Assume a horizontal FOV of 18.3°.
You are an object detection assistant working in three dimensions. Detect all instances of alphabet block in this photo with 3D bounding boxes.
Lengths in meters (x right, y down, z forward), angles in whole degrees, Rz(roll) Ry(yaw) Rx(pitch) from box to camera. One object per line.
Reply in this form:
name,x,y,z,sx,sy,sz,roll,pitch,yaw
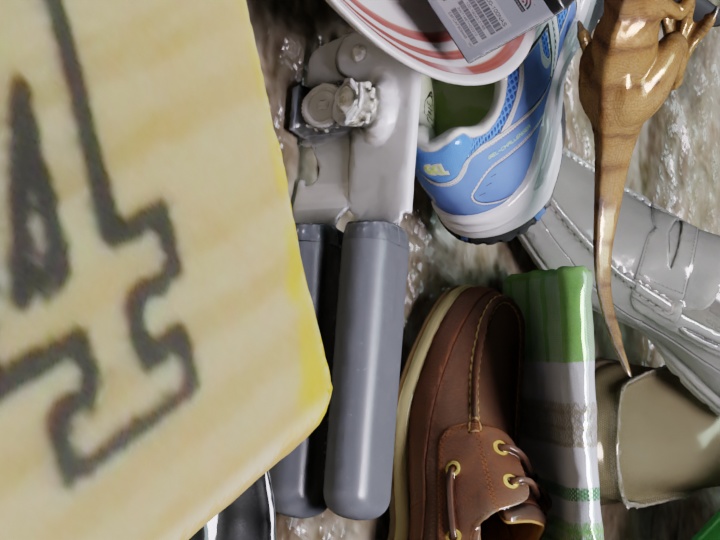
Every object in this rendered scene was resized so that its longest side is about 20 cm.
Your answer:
alphabet block,-0.148,-0.013,0.490,0.200,0.195,0.197,-38,122,-56

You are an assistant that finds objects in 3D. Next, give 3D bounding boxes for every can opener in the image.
can opener,0.000,0.000,0.887,0.066,0.052,0.201,30,62,-57

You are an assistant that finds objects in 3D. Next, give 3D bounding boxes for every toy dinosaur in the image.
toy dinosaur,0.108,-0.072,0.930,0.106,0.060,0.201,-53,151,-62

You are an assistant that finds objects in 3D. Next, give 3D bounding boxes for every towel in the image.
towel,0.092,0.099,0.987,0.149,0.031,0.201,175,-88,-83

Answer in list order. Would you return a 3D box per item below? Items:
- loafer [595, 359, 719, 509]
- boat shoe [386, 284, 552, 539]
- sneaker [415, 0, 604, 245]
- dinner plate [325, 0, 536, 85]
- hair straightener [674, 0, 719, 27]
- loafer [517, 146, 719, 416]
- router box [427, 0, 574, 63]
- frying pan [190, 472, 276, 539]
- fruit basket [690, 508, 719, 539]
loafer,0.162,0.079,1.151,0.200,0.067,0.076,-10,96,-60
boat shoe,0.050,0.101,0.951,0.072,0.067,0.201,44,50,-50
sneaker,0.062,-0.116,0.984,0.077,0.075,0.201,40,52,-58
dinner plate,0.003,-0.161,0.894,0.200,0.024,0.201,31,46,-39
hair straightener,0.140,-0.147,1.161,0.200,0.041,0.077,11,77,-60
loafer,0.150,-0.001,1.084,0.200,0.070,0.070,36,46,-24
router box,0.035,-0.203,0.897,0.200,0.052,0.157,55,35,-12
frying pan,-0.085,0.070,0.753,0.190,0.031,0.115,50,46,-42
fruit basket,0.238,0.145,1.172,0.094,0.185,0.200,45,17,16
